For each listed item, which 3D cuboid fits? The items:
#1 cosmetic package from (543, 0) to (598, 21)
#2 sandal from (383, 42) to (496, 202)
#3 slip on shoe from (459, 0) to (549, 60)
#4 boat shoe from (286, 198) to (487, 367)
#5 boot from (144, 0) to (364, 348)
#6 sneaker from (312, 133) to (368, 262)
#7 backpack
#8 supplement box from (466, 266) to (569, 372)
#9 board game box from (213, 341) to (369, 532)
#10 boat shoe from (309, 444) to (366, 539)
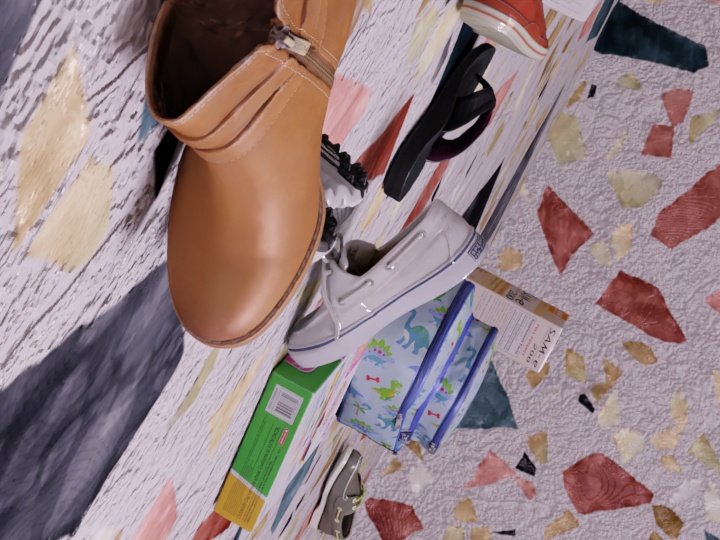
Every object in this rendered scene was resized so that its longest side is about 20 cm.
[{"bbox_3d":[0.246,-0.365,1.590,0.102,0.074,0.201,-55,168,-46],"label":"cosmetic package"},{"bbox_3d":[0.083,-0.128,1.407,0.201,0.048,0.076,-56,171,-36],"label":"sandal"},{"bbox_3d":[0.130,-0.221,1.326,0.062,0.074,0.200,-66,168,5],"label":"slip on shoe"},{"bbox_3d":[-0.001,0.002,1.223,0.201,0.086,0.075,-32,-162,37],"label":"boat shoe"},{"bbox_3d":[-0.055,-0.057,0.641,0.155,0.073,0.201,-28,133,-79],"label":"boot"},{"bbox_3d":[-0.049,-0.025,0.826,0.091,0.066,0.200,-47,-174,17],"label":"sneaker"},{"bbox_3d":[0.067,0.092,1.715,0.184,0.146,0.200,-61,170,-26],"label":"backpack"},{"bbox_3d":[0.178,0.053,2.123,0.074,0.199,0.126,-63,173,12],"label":"supplement box"},{"bbox_3d":[-0.053,0.123,1.401,0.154,0.040,0.200,-66,172,24],"label":"board game box"},{"bbox_3d":[-0.022,0.323,2.258,0.072,0.060,0.202,-56,170,-40],"label":"boat shoe"}]
